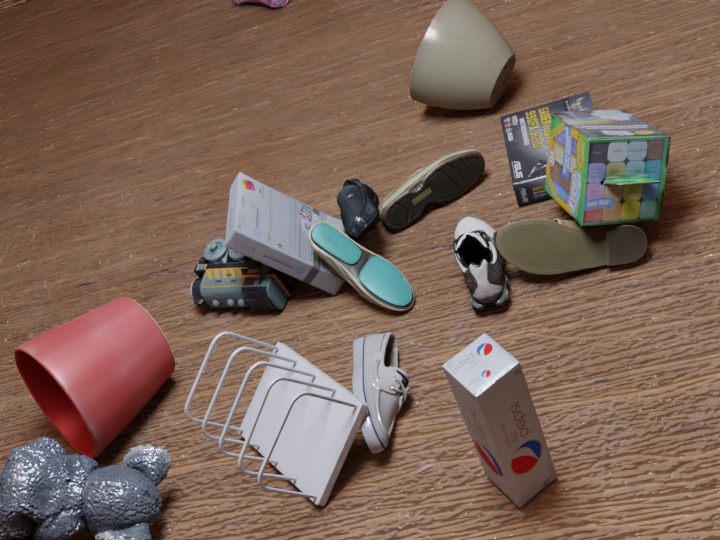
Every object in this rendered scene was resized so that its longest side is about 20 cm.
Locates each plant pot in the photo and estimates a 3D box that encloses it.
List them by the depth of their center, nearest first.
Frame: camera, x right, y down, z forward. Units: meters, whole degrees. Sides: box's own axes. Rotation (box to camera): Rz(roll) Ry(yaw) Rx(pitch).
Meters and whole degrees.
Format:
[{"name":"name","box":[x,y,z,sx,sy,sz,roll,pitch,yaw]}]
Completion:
[{"name":"plant pot","box":[-0.388,0.147,1.387,0.198,0.204,0.177,19,46,41]}]

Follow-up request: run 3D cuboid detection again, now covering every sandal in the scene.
[{"name":"sandal","box":[0.301,-0.036,1.325,0.206,0.080,0.070,0,5,13]}]

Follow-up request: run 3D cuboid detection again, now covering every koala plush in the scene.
[{"name":"koala plush","box":[-0.349,0.304,1.202,0.195,0.186,0.179,0,43,11]}]

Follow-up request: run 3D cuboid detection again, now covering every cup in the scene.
[{"name":"cup","box":[0.197,-0.373,1.678,0.141,0.202,0.201,29,58,16]}]

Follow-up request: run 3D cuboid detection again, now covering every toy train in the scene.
[{"name":"toy train","box":[-0.193,0.010,1.518,0.196,0.086,0.116,-2,53,27]}]

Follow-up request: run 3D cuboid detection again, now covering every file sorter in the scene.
[{"name":"file sorter","box":[-0.116,0.184,1.190,0.199,0.123,0.141,28,95,46]}]

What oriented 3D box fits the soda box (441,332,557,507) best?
[{"name":"soda box","box":[0.158,0.171,1.036,0.063,0.202,0.068,-35,38,-13]}]

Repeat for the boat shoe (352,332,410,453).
[{"name":"boat shoe","box":[0.032,0.155,1.236,0.068,0.072,0.202,-19,32,11]}]

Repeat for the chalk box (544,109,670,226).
[{"name":"chalk box","box":[0.351,-0.140,1.298,0.121,0.127,0.201,-3,24,-7]}]

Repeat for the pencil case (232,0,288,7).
[{"name":"pencil case","box":[-0.268,-0.734,2.417,0.198,0.088,0.087,20,55,43]}]

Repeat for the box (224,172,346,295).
[{"name":"box","box":[-0.117,-0.059,1.473,0.041,0.197,0.158,-51,27,31]}]

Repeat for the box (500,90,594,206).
[{"name":"box","box":[0.315,-0.200,1.504,0.155,0.049,0.202,-15,39,14]}]

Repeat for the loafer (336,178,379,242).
[{"name":"loafer","box":[-0.010,-0.101,1.502,0.068,0.070,0.201,-48,12,16]}]

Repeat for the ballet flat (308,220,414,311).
[{"name":"ballet flat","box":[0.000,0.000,1.415,0.199,0.070,0.069,41,65,13]}]

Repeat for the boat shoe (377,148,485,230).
[{"name":"boat shoe","box":[0.112,-0.146,1.542,0.197,0.073,0.076,-29,26,-5]}]

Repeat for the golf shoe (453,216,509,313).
[{"name":"golf shoe","box":[0.173,-0.034,1.355,0.076,0.096,0.202,-20,37,7]}]
